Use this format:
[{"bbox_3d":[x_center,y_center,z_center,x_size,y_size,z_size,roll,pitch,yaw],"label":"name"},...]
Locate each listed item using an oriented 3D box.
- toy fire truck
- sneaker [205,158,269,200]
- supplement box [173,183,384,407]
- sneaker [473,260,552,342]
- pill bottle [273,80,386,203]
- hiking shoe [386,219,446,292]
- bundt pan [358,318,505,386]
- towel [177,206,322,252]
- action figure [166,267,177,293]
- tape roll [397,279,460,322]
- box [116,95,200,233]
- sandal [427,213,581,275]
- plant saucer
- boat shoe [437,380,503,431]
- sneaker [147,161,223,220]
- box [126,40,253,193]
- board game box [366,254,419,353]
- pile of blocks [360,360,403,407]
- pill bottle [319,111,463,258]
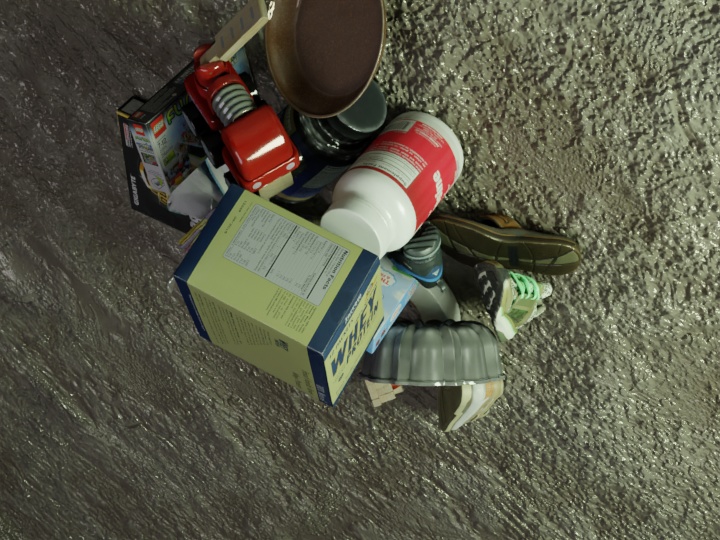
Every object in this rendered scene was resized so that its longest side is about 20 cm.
[{"bbox_3d":[-0.136,-0.204,1.442,0.177,0.128,0.201,56,170,24],"label":"toy fire truck"},{"bbox_3d":[-0.154,-0.128,1.722,0.080,0.077,0.201,-22,144,4],"label":"sneaker"},{"bbox_3d":[-0.090,0.034,1.460,0.198,0.135,0.200,26,161,13],"label":"supplement box"},{"bbox_3d":[0.199,0.025,1.567,0.200,0.088,0.078,61,-174,-71],"label":"sneaker"},{"bbox_3d":[-0.052,-0.172,1.564,0.112,0.112,0.200,44,143,-9],"label":"pill bottle"},{"bbox_3d":[0.041,-0.046,1.599,0.200,0.074,0.087,50,162,49],"label":"hiking shoe"},{"bbox_3d":[0.095,0.106,1.644,0.200,0.201,0.077,0,91,39],"label":"bundt pan"},{"bbox_3d":[-0.144,-0.052,1.740,0.198,0.023,0.143,4,156,-31],"label":"towel"},{"bbox_3d":[-0.204,0.004,1.883,0.191,0.106,0.199,-2,164,33],"label":"action figure"},{"bbox_3d":[0.050,0.049,1.779,0.201,0.037,0.204,22,142,19],"label":"tape roll"},{"bbox_3d":[-0.278,-0.147,1.835,0.158,0.050,0.201,23,141,16],"label":"box"},{"bbox_3d":[0.184,-0.043,1.562,0.197,0.055,0.082,7,142,15],"label":"sandal"},{"bbox_3d":[-0.035,-0.279,1.431,0.199,0.036,0.203,5,97,43],"label":"plant saucer"},{"bbox_3d":[0.158,0.193,1.809,0.067,0.076,0.200,-2,165,-10],"label":"boat shoe"},{"bbox_3d":[-0.229,-0.099,1.749,0.088,0.076,0.200,-26,139,10],"label":"sneaker"},{"bbox_3d":[-0.211,-0.204,1.585,0.034,0.200,0.111,17,140,31],"label":"box"},{"bbox_3d":[0.000,0.000,1.630,0.150,0.201,0.037,26,143,14],"label":"board game box"},{"bbox_3d":[0.039,0.151,1.850,0.200,0.061,0.083,49,-157,-87],"label":"pile of blocks"},{"bbox_3d":[0.036,-0.096,1.490,0.111,0.200,0.113,21,137,21],"label":"pill bottle"}]
